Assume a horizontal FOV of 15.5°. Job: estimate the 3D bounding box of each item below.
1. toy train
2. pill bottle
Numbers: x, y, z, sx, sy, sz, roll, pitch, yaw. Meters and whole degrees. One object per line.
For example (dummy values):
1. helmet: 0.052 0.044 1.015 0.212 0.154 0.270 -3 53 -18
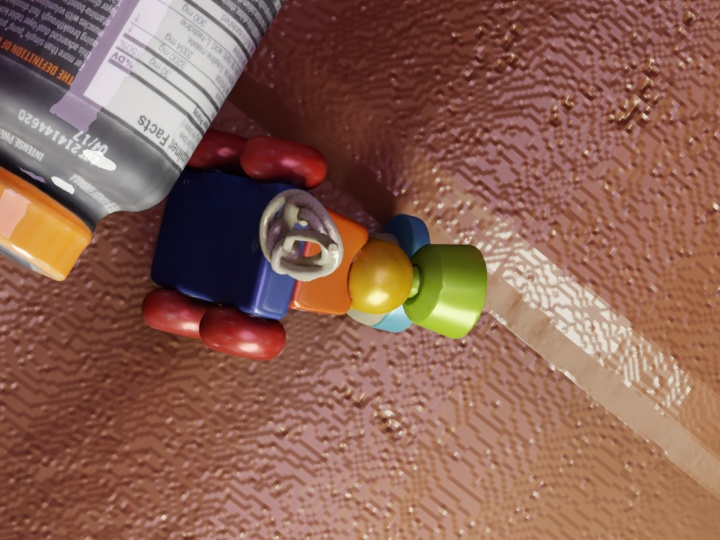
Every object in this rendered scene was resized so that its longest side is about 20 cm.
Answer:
1. toy train: 0.000 0.000 1.029 0.116 0.200 0.085 13 90 -24
2. pill bottle: -0.096 -0.097 1.035 0.106 0.106 0.200 33 84 -18
